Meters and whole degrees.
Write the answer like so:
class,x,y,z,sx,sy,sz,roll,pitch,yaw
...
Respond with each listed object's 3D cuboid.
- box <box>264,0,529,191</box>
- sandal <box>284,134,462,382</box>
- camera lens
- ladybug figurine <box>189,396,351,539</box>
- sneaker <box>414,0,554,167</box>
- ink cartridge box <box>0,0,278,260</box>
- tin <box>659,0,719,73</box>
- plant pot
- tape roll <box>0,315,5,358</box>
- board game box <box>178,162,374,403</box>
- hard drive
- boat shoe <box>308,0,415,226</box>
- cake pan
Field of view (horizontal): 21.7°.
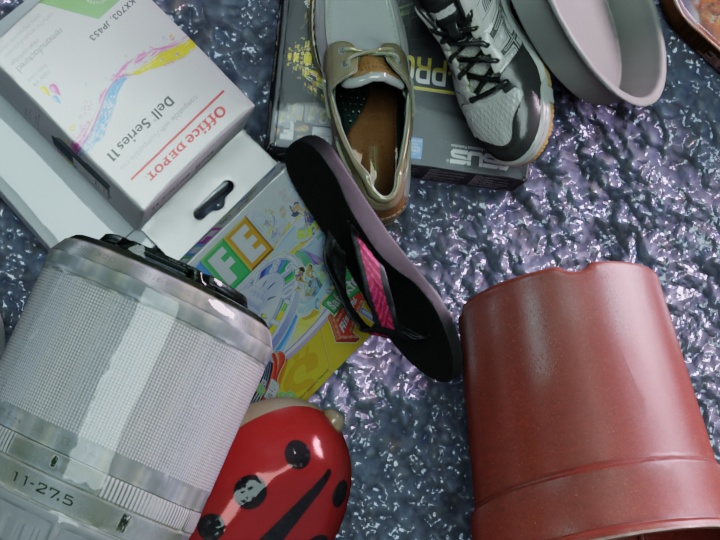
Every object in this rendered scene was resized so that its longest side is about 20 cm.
class,x,y,z,sx,sy,sz,roll,pitch,yaw
box,0.033,-0.153,1.411,0.198,0.049,0.163,8,81,-8
sandal,0.000,0.000,1.314,0.045,0.075,0.201,-38,97,-32
camera lens,-0.159,0.089,1.206,0.159,0.160,0.201,24,83,-4
ladybug figurine,-0.077,0.176,1.292,0.136,0.072,0.200,41,83,-27
sneaker,0.075,-0.169,1.343,0.087,0.075,0.202,3,67,-53
ink cartridge box,-0.157,-0.113,1.333,0.200,0.067,0.117,45,74,0
tin,0.322,-0.195,1.475,0.200,0.042,0.112,43,79,1
plant pot,0.156,0.109,1.316,0.199,0.201,0.197,-6,71,-11
tape roll,-0.336,0.065,1.252,0.201,0.037,0.204,-10,47,10
board game box,-0.082,0.040,1.340,0.200,0.034,0.135,-46,106,-15
hard drive,-0.210,-0.095,1.369,0.132,0.027,0.200,-41,87,-15
boat shoe,0.008,-0.135,1.344,0.074,0.068,0.202,-8,82,-11
cake pan,0.162,-0.209,1.391,0.037,0.200,0.202,-24,81,30
